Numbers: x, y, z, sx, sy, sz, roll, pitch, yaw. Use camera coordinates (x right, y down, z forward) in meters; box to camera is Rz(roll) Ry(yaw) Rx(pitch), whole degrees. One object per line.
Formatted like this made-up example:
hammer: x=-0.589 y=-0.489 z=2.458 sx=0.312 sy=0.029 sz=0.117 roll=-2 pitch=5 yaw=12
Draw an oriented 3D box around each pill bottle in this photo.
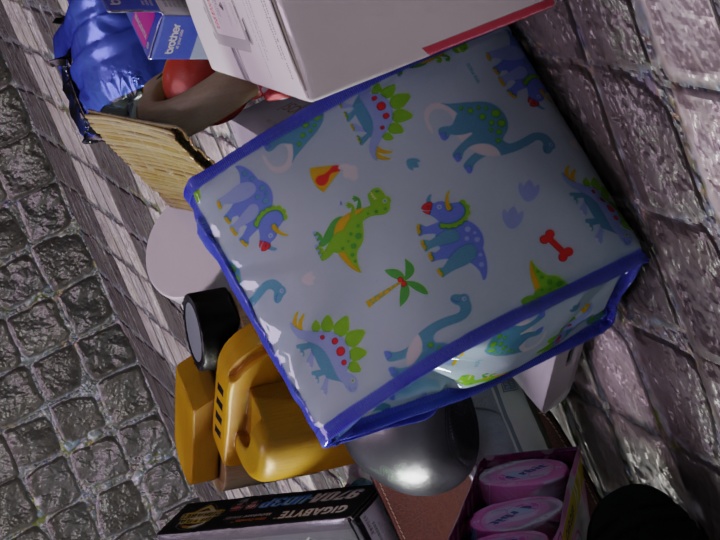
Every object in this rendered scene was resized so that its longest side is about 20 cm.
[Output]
pill bottle: x=-0.068 y=0.011 z=1.617 sx=0.200 sy=0.109 sz=0.109 roll=27 pitch=-158 yaw=-51

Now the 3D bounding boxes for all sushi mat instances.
sushi mat: x=-0.128 y=-0.070 z=1.455 sx=0.096 sy=0.012 sz=0.200 roll=46 pitch=168 yaw=-22

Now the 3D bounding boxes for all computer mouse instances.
computer mouse: x=0.012 y=0.059 z=1.313 sx=0.138 sy=0.053 sz=0.201 roll=-3 pitch=114 yaw=30

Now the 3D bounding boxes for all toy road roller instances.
toy road roller: x=-0.056 y=0.105 z=1.520 sx=0.200 sy=0.122 sz=0.146 roll=97 pitch=157 yaw=-45

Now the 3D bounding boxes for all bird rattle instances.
bird rattle: x=-0.082 y=-0.139 z=1.482 sx=0.113 sy=0.163 sz=0.200 roll=51 pitch=-174 yaw=-28

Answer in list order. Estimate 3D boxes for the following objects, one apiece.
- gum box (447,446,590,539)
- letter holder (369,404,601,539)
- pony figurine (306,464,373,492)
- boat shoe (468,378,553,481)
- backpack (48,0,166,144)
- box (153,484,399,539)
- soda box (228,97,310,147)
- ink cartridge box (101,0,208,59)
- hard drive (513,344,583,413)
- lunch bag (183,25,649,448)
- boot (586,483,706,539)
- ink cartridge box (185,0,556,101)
gum box: x=0.097 y=0.187 z=1.246 sx=0.200 sy=0.066 sz=0.114 roll=-50 pitch=-48 yaw=-74
letter holder: x=0.113 y=0.179 z=1.474 sx=0.201 sy=0.142 sz=0.101 roll=66 pitch=-161 yaw=-12
pony figurine: x=0.008 y=0.207 z=1.638 sx=0.167 sy=0.193 sz=0.200 roll=55 pitch=134 yaw=14
boat shoe: x=0.105 y=0.169 z=1.382 sx=0.070 sy=0.071 sz=0.201 roll=-63 pitch=-47 yaw=-80
backpack: x=-0.167 y=-0.192 z=1.689 sx=0.200 sy=0.162 sz=0.168 roll=170 pitch=77 yaw=-78
box: x=-0.036 y=0.237 z=1.528 sx=0.200 sy=0.046 sz=0.159 roll=-10 pitch=112 yaw=40
soda box: x=-0.034 y=-0.082 z=1.591 sx=0.200 sy=0.064 sz=0.068 roll=33 pitch=147 yaw=65
ink cartridge box: x=-0.080 y=-0.175 z=1.280 sx=0.120 sy=0.199 sz=0.042 roll=61 pitch=140 yaw=39
hard drive: x=0.065 y=-0.019 z=1.310 sx=0.200 sy=0.027 sz=0.132 roll=50 pitch=160 yaw=22
lunch bag: x=0.026 y=-0.014 z=1.165 sx=0.170 sy=0.199 sz=0.128 roll=59 pitch=162 yaw=18
boot: x=0.190 y=0.235 z=1.308 sx=0.199 sy=0.073 sz=0.163 roll=61 pitch=170 yaw=12
ink cartridge box: x=-0.004 y=-0.160 z=1.134 sx=0.083 sy=0.146 sz=0.200 roll=71 pitch=167 yaw=-16
